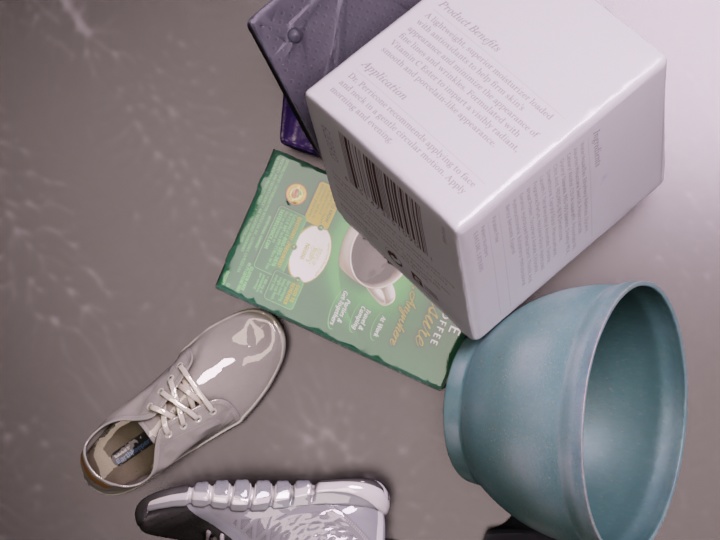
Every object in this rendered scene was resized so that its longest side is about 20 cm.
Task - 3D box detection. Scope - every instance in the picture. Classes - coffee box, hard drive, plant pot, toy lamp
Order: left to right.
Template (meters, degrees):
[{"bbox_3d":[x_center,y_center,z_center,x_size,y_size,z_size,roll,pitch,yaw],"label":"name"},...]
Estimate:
[{"bbox_3d":[-0.015,-0.189,1.350,0.058,0.058,0.201,19,91,5],"label":"toy lamp"},{"bbox_3d":[0.000,0.000,1.348,0.199,0.044,0.123,23,90,6],"label":"coffee box"},{"bbox_3d":[0.018,-0.188,1.312,0.200,0.042,0.135,-35,108,-17],"label":"hard drive"},{"bbox_3d":[0.144,0.105,1.274,0.134,0.200,0.201,3,88,31],"label":"plant pot"}]

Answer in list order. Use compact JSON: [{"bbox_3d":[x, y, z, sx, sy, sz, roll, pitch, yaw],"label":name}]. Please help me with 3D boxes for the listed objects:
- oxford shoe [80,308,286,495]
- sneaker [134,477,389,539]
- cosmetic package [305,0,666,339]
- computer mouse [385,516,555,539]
[{"bbox_3d":[-0.139,0.106,1.350,0.200,0.058,0.075,-39,83,1],"label":"oxford shoe"},{"bbox_3d":[-0.075,0.222,1.321,0.199,0.075,0.116,-4,73,4],"label":"sneaker"},{"bbox_3d":[0.095,-0.096,1.240,0.200,0.165,0.165,-38,62,-13],"label":"cosmetic package"},{"bbox_3d":[0.086,0.225,1.339,0.199,0.034,0.059,-6,88,5],"label":"computer mouse"}]
